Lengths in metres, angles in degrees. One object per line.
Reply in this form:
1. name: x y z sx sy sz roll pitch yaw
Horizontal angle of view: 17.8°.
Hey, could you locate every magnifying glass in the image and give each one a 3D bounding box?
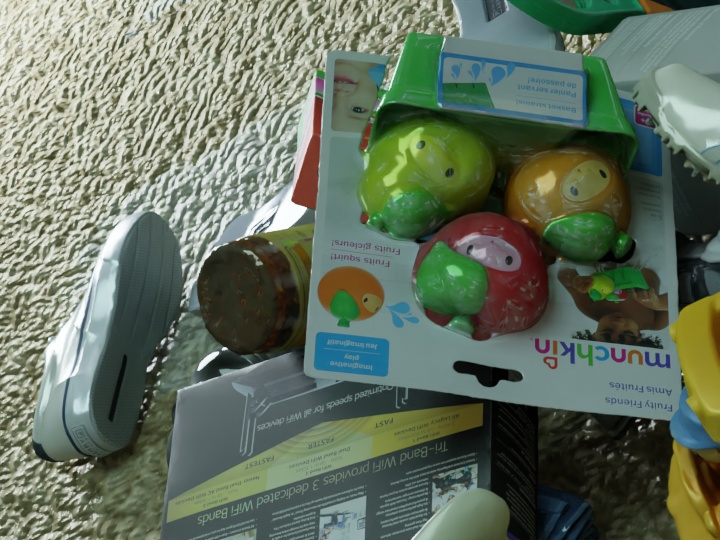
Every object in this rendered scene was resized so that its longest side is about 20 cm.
1. magnifying glass: 0.143 -0.155 1.327 0.022 0.200 0.080 -52 45 25

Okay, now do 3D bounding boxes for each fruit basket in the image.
1. fruit basket: 0.069 -0.024 1.131 0.185 0.094 0.200 8 49 -5

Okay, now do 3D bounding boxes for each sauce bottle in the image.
1. sauce bottle: 0.000 0.000 1.254 0.066 0.066 0.200 -7 6 43

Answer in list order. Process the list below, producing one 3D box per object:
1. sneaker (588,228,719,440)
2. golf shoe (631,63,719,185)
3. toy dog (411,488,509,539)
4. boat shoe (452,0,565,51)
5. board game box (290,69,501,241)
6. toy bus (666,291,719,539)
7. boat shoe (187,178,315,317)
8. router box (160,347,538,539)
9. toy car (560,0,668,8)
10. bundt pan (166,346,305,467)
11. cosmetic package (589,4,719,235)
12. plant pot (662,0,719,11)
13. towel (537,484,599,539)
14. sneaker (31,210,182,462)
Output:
1. sneaker: 0.165 0.036 1.180 0.200 0.075 0.114 15 67 55
2. golf shoe: 0.230 -0.062 1.119 0.200 0.078 0.097 35 111 21
3. toy dog: 0.078 0.213 0.974 0.194 0.140 0.200 -34 38 -22
4. boat shoe: 0.093 -0.111 1.332 0.074 0.086 0.202 -27 34 16
5. board game box: 0.040 -0.058 1.304 0.200 0.153 0.040 -94 20 -75
6. toy bus: 0.202 0.051 1.002 0.200 0.192 0.136 -31 34 19
7. boat shoe: -0.047 -0.004 1.462 0.200 0.065 0.074 -29 34 59
8. router box: -0.007 0.109 1.172 0.200 0.052 0.158 -19 45 25
9. toy car: 0.165 -0.232 1.396 0.175 0.200 0.150 -23 35 -9
10. bundt pan: -0.033 0.080 1.332 0.202 0.076 0.202 -29 33 21
11. cosmetic package: 0.217 -0.083 1.222 0.200 0.107 0.090 -2 34 43
12. plant pot: 0.283 -0.205 1.251 0.188 0.200 0.200 29 72 41
13. towel: 0.032 0.191 1.148 0.112 0.049 0.200 4 53 50
14. sneaker: -0.176 0.041 1.537 0.071 0.073 0.200 -16 39 30
